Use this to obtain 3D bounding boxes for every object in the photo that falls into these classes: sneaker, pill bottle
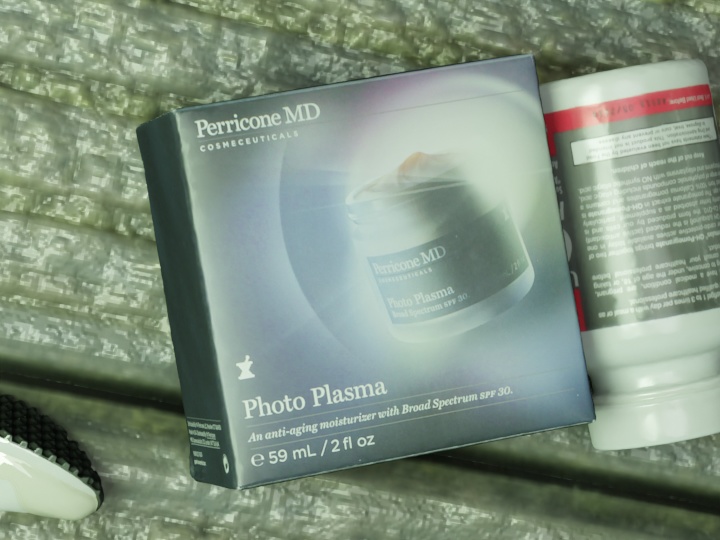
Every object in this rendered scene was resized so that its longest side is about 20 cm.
[{"bbox_3d":[-0.235,0.102,1.412,0.199,0.070,0.094,23,101,-14],"label":"sneaker"},{"bbox_3d":[0.150,-0.008,1.477,0.110,0.111,0.201,-10,91,-14],"label":"pill bottle"}]

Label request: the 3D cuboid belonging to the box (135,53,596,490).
[{"bbox_3d":[0.000,0.000,1.436,0.199,0.123,0.199,-10,90,-14],"label":"box"}]
